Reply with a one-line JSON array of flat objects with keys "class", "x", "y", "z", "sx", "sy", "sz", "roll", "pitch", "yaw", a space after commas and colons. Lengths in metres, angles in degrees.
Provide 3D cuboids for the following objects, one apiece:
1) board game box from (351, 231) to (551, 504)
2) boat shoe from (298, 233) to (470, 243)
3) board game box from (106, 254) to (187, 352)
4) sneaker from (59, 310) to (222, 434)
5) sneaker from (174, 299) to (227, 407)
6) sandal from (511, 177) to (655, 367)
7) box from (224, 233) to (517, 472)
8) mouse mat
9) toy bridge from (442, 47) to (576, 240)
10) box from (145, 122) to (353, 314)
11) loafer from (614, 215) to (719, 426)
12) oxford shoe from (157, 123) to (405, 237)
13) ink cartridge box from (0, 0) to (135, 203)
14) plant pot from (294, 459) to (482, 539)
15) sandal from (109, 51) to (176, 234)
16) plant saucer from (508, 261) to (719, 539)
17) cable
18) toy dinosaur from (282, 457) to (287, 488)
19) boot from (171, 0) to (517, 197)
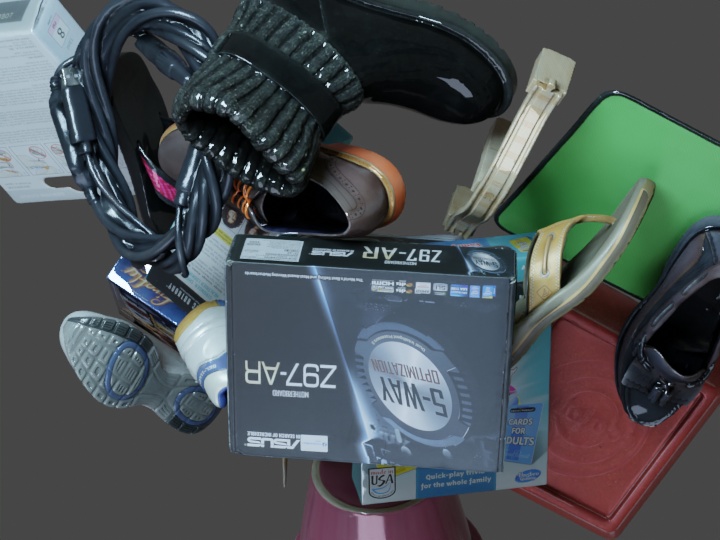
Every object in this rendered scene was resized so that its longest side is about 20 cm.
[{"class": "board game box", "x": 0.068, "y": 0.077, "z": 1.287, "sx": 0.150, "sy": 0.047, "sz": 0.201, "roll": -6, "pitch": 115, "yaw": -9}, {"class": "boat shoe", "x": 0.000, "y": 0.000, "z": 1.326, "sx": 0.199, "sy": 0.072, "sz": 0.071, "roll": -7, "pitch": -176, "yaw": 9}, {"class": "board game box", "x": -0.149, "y": 0.046, "z": 1.443, "sx": 0.135, "sy": 0.035, "sz": 0.200, "roll": 34, "pitch": 169, "yaw": 2}, {"class": "sneaker", "x": -0.213, "y": 0.088, "z": 1.552, "sx": 0.087, "sy": 0.075, "sz": 0.200, "roll": 38, "pitch": 179, "yaw": 43}, {"class": "sneaker", "x": -0.053, "y": 0.086, "z": 1.306, "sx": 0.200, "sy": 0.088, "sz": 0.075, "roll": 10, "pitch": 129, "yaw": -38}, {"class": "sandal", "x": 0.135, "y": 0.003, "z": 1.209, "sx": 0.054, "sy": 0.080, "sz": 0.200, "roll": 44, "pitch": 103, "yaw": -4}, {"class": "box", "x": 0.006, "y": 0.059, "z": 1.176, "sx": 0.199, "sy": 0.044, "sz": 0.161, "roll": 4, "pitch": 118, "yaw": 4}, {"class": "mouse mat", "x": 0.206, "y": -0.049, "z": 1.243, "sx": 0.161, "sy": 0.008, "sz": 0.200, "roll": 26, "pitch": 144, "yaw": -9}, {"class": "toy bridge", "x": 0.100, "y": -0.078, "z": 1.203, "sx": 0.027, "sy": 0.067, "sz": 0.200, "roll": 23, "pitch": 146, "yaw": -4}, {"class": "box", "x": -0.087, "y": -0.046, "z": 1.281, "sx": 0.082, "sy": 0.049, "sz": 0.200, "roll": 39, "pitch": 126, "yaw": 10}, {"class": "loafer", "x": 0.239, "y": 0.050, "z": 1.257, "sx": 0.072, "sy": 0.063, "sz": 0.200, "roll": 15, "pitch": 129, "yaw": -3}, {"class": "oxford shoe", "x": -0.070, "y": -0.067, "z": 1.184, "sx": 0.200, "sy": 0.073, "sz": 0.071, "roll": 12, "pitch": 117, "yaw": 28}, {"class": "ink cartridge box", "x": -0.264, "y": -0.135, "z": 1.339, "sx": 0.162, "sy": 0.057, "sz": 0.200, "roll": -2, "pitch": 148, "yaw": 29}, {"class": "plant pot", "x": 0.023, "y": 0.253, "z": 1.609, "sx": 0.199, "sy": 0.200, "sz": 0.179, "roll": 8, "pitch": 129, "yaw": 17}, {"class": "sandal", "x": -0.150, "y": -0.086, "z": 1.318, "sx": 0.045, "sy": 0.075, "sz": 0.200, "roll": 3, "pitch": 140, "yaw": 21}, {"class": "plant saucer", "x": 0.181, "y": 0.116, "z": 1.364, "sx": 0.199, "sy": 0.037, "sz": 0.200, "roll": 28, "pitch": 112, "yaw": -12}, {"class": "cable", "x": -0.144, "y": -0.093, "z": 1.193, "sx": 0.163, "sy": 0.201, "sz": 0.051, "roll": -26, "pitch": 168, "yaw": 35}, {"class": "toy dinosaur", "x": -0.043, "y": 0.120, "z": 1.519, "sx": 0.058, "sy": 0.101, "sz": 0.200, "roll": 28, "pitch": 146, "yaw": -11}, {"class": "boot", "x": -0.009, "y": -0.113, "z": 1.128, "sx": 0.211, "sy": 0.158, "sz": 0.079, "roll": 22, "pitch": 146, "yaw": -2}]
